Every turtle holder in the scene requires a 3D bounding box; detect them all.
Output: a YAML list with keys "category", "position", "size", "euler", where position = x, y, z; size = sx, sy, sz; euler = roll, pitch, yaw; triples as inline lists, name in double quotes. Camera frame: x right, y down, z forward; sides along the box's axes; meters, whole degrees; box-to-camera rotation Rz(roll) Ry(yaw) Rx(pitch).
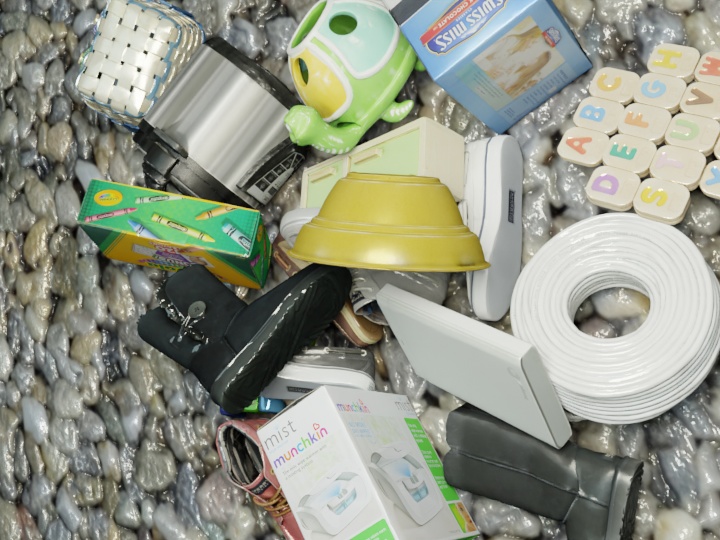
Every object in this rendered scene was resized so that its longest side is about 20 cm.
- category: "turtle holder"
  position: [-0.021, -0.218, 1.090]
  size: [0.186, 0.131, 0.141]
  euler: [-53, 25, 2]

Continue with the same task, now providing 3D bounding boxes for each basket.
- category: "basket"
  position: [-0.271, -0.263, 1.238]
  size: [0.138, 0.200, 0.177]
  euler: [24, 93, 5]

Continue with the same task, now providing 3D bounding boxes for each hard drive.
- category: "hard drive"
  position: [0.109, 0.092, 0.969]
  size: [0.026, 0.132, 0.199]
  euler: [-44, 38, -20]

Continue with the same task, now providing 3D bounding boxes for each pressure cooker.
- category: "pressure cooker"
  position: [-0.170, -0.150, 1.161]
  size: [0.200, 0.176, 0.179]
  euler: [-51, 31, -1]

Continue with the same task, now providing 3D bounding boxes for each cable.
- category: "cable"
  position: [0.243, 0.042, 0.933]
  size: [0.199, 0.069, 0.201]
  euler: [-32, 52, 2]

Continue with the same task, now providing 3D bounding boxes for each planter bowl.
- category: "planter bowl"
  position: [0.029, -0.051, 0.943]
  size: [0.199, 0.200, 0.084]
  euler: [6, 98, 28]

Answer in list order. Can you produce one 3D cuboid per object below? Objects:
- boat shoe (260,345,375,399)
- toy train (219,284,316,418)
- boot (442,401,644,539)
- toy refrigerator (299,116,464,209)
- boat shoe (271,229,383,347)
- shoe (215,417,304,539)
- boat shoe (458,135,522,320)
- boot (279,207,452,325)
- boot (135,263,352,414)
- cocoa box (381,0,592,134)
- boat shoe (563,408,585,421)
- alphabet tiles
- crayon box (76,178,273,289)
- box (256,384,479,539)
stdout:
- category: "boat shoe"
  position: [-0.079, 0.100, 1.087]
  size: [0.198, 0.070, 0.067]
  euler: [6, 55, 8]
- category: "toy train"
  position: [-0.103, 0.073, 1.158]
  size: [0.115, 0.085, 0.202]
  euler: [1, 78, 14]
- category: "boot"
  position: [0.170, 0.237, 0.983]
  size: [0.199, 0.065, 0.166]
  euler: [14, 96, 30]
- category: "toy refrigerator"
  position: [0.018, -0.096, 1.081]
  size: [0.199, 0.070, 0.077]
  euler: [-17, 62, 45]
- category: "boat shoe"
  position: [-0.046, 0.023, 1.139]
  size: [0.072, 0.072, 0.200]
  euler: [-49, 59, 20]
- category: "shoe"
  position: [-0.093, 0.255, 1.107]
  size: [0.071, 0.091, 0.201]
  euler: [-40, 66, 16]
- category: "boat shoe"
  position: [0.132, -0.045, 1.051]
  size: [0.065, 0.073, 0.202]
  euler: [-3, 71, 36]
- category: "boot"
  position: [0.000, 0.000, 1.064]
  size: [0.198, 0.074, 0.096]
  euler: [14, 57, 3]
- category: "boot"
  position: [-0.129, 0.033, 1.041]
  size: [0.200, 0.077, 0.168]
  euler: [-47, 56, -9]
- category: "cocoa box"
  position: [0.133, -0.251, 1.011]
  size: [0.133, 0.200, 0.132]
  euler: [-35, 68, 18]
- category: "boat shoe"
  position: [0.205, 0.116, 0.987]
  size: [0.199, 0.065, 0.074]
  euler: [-8, 78, 27]
- category: "alphabet tiles"
  position: [0.305, -0.140, 0.967]
  size: [0.195, 0.015, 0.201]
  euler: [20, 70, 29]
- category: "crayon box"
  position: [-0.207, -0.040, 1.120]
  size: [0.198, 0.119, 0.059]
  euler: [11, 73, 6]
- category: "box"
  position: [0.010, 0.220, 0.998]
  size: [0.096, 0.200, 0.177]
  euler: [-35, 66, 17]
